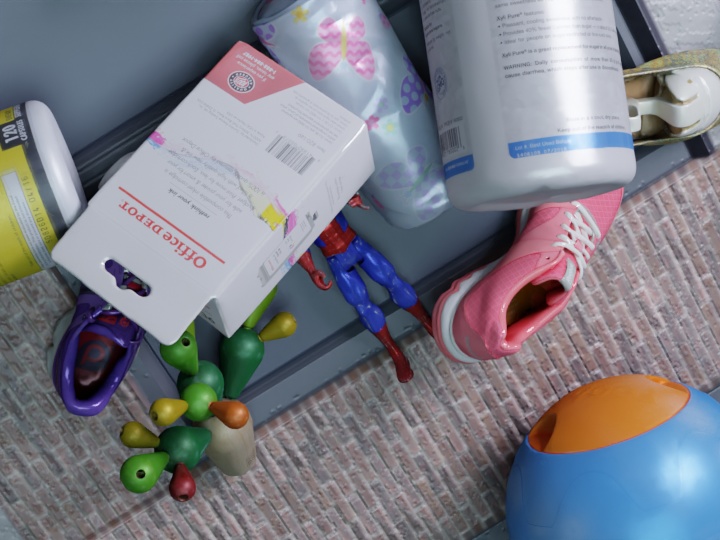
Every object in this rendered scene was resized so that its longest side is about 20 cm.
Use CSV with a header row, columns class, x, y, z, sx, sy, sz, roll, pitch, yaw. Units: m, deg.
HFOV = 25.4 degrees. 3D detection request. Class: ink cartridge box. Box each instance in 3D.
class,x,y,z,sx,sy,sz,roll,pitch,yaw
ink cartridge box,-0.097,-0.041,1.068,0.116,0.068,0.200,35,72,20

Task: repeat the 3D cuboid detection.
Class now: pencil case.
class,x,y,z,sx,sy,sz,roll,pitch,yaw
pencil case,0.008,-0.126,1.132,0.091,0.083,0.200,-41,112,-10

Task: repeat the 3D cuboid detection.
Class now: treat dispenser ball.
class,x,y,z,sx,sy,sz,roll,pitch,yaw
treat dispenser ball,0.210,0.180,1.213,0.200,0.201,0.202,-4,109,-11

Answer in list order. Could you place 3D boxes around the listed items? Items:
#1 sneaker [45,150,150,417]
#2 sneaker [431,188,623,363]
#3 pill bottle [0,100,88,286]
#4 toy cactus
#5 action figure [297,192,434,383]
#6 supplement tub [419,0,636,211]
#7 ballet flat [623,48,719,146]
class,x,y,z,sx,sy,sz,roll,pitch,yaw
sneaker,-0.165,0.015,1.141,0.080,0.083,0.201,15,103,-17
sneaker,0.143,-0.004,1.180,0.074,0.087,0.200,47,73,-23
pill bottle,-0.289,-0.032,1.083,0.199,0.112,0.112,-21,111,-5
toy cactus,-0.101,0.093,1.166,0.102,0.201,0.165,6,144,18
action figure,0.000,0.000,1.167,0.065,0.099,0.200,-38,109,1
supplement tub,0.110,-0.147,1.087,0.131,0.132,0.201,-6,86,-10
ballet flat,0.209,-0.120,1.185,0.199,0.071,0.071,-9,110,-9
